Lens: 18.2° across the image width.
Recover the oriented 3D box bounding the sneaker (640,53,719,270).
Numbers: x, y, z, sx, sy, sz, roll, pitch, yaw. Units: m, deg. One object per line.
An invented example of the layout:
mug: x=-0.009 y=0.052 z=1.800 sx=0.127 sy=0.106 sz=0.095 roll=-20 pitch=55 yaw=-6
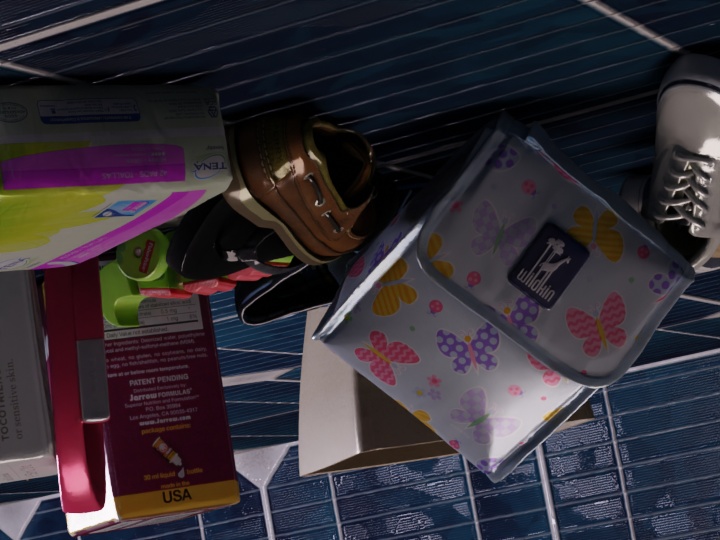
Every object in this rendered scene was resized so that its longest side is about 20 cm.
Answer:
sneaker: x=0.215 y=-0.059 z=1.420 sx=0.073 sy=0.071 sz=0.200 roll=16 pitch=154 yaw=17

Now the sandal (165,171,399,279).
sandal: x=-0.042 y=-0.032 z=1.479 sx=0.200 sy=0.043 sz=0.076 roll=-13 pitch=131 yaw=-43

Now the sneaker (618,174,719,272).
sneaker: x=0.312 y=-0.042 z=1.779 sx=0.146 sy=0.077 sz=0.202 roll=-4 pitch=175 yaw=32

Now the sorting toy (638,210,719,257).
sorting toy: x=0.310 y=-0.069 z=1.586 sx=0.199 sy=0.070 sz=0.199 roll=3 pitch=163 yaw=-21

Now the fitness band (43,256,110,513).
fitness band: x=-0.187 y=0.059 z=1.470 sx=0.037 sy=0.201 sz=0.144 roll=-3 pitch=167 yaw=-9

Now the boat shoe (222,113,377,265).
boat shoe: x=-0.021 y=-0.050 z=1.379 sx=0.068 sy=0.072 sz=0.200 roll=-16 pitch=169 yaw=18

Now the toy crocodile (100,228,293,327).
toy crocodile: x=-0.105 y=-0.009 z=1.594 sx=0.199 sy=0.062 sz=0.067 roll=-15 pitch=171 yaw=25

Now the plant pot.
plant pot: x=0.053 y=0.061 z=1.846 sx=0.199 sy=0.178 sz=0.200 roll=-7 pitch=171 yaw=-17

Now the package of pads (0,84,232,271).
package of pads: x=-0.186 y=-0.045 z=1.230 sx=0.154 sy=0.069 sz=0.200 roll=-5 pitch=169 yaw=-35

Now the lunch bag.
lunch bag: x=0.094 y=0.013 z=1.461 sx=0.200 sy=0.169 sz=0.127 roll=-45 pitch=-169 yaw=32

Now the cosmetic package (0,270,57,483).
cosmetic package: x=-0.307 y=0.062 z=1.466 sx=0.199 sy=0.167 sz=0.167 roll=-8 pitch=172 yaw=-6

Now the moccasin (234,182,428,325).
moccasin: x=0.000 y=0.000 z=1.609 sx=0.199 sy=0.068 sz=0.081 roll=-22 pitch=126 yaw=29

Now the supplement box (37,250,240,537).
supplement box: x=-0.173 y=0.093 z=1.712 sx=0.103 sy=0.201 sz=0.131 roll=-6 pitch=170 yaw=-25
